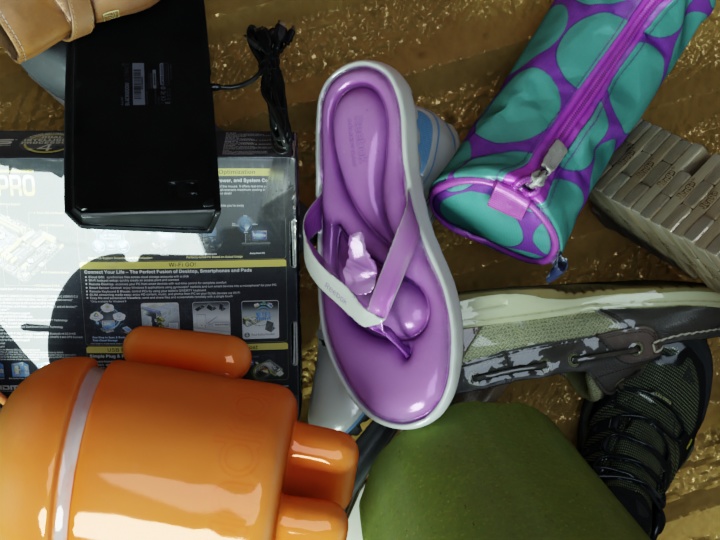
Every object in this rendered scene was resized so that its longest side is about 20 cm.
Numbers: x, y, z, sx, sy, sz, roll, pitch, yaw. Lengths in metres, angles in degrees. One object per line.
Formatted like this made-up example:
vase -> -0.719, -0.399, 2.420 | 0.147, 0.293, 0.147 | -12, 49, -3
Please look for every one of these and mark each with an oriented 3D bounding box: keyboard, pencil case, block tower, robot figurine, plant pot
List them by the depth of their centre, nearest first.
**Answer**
plant pot -> 0.079, 0.169, 0.709 | 0.198, 0.191, 0.202 | -9, 128, -12
robot figurine -> -0.102, 0.105, 0.722 | 0.197, 0.117, 0.146 | 8, 95, 0
keyboard -> -0.092, -0.092, 0.754 | 0.125, 0.201, 0.021 | -2, 137, -8
block tower -> 0.188, -0.030, 0.777 | 0.054, 0.200, 0.058 | -45, 119, -3
pencil case -> 0.122, -0.098, 0.800 | 0.085, 0.092, 0.201 | 37, 71, -10

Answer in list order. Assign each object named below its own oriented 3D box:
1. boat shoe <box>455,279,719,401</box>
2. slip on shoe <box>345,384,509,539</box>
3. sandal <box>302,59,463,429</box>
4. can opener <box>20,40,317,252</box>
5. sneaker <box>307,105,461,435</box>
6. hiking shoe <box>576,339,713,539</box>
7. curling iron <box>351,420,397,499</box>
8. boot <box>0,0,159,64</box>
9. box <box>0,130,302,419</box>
boat shoe -> 0.127, 0.040, 0.803 | 0.198, 0.072, 0.067 | -2, 90, -13
slip on shoe -> 0.033, 0.122, 0.833 | 0.060, 0.076, 0.202 | 24, 82, 0
sandal -> 0.000, -0.016, 0.753 | 0.082, 0.050, 0.205 | -20, 71, 29
can opener -> -0.114, -0.066, 0.805 | 0.200, 0.067, 0.053 | 42, 118, -4
sneaker -> 0.000, 0.000, 0.821 | 0.072, 0.072, 0.202 | 18, 84, -21
hiking shoe -> 0.159, 0.123, 0.832 | 0.075, 0.101, 0.202 | 26, 90, -8
curling iron -> -0.028, 0.157, 0.781 | 0.049, 0.026, 0.201 | 30, 78, -1
boot -> -0.176, -0.220, 0.772 | 0.155, 0.077, 0.201 | -36, 91, -15
box -> -0.131, 0.006, 0.787 | 0.197, 0.049, 0.163 | -1, 116, -1
